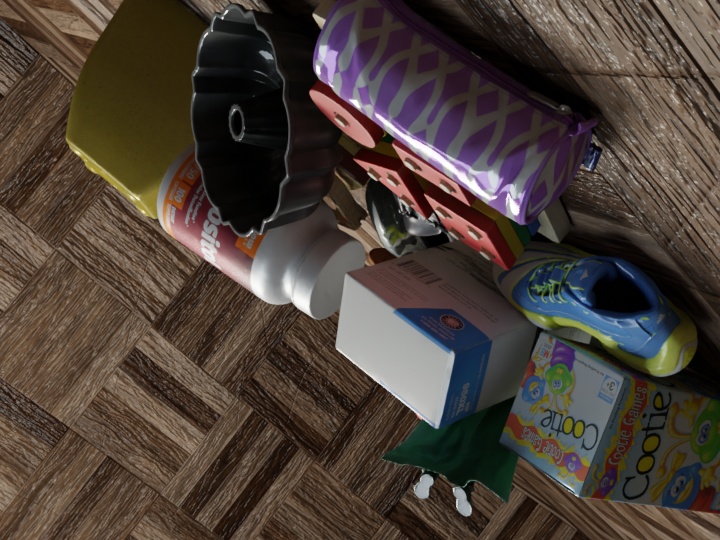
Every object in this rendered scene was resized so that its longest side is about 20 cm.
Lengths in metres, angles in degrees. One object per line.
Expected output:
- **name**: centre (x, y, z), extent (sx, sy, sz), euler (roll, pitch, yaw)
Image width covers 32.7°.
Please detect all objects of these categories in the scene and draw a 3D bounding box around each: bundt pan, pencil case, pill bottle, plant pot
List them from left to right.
- **plant pot**: centre (-0.227, -0.177, 1.424), extent (0.195, 0.201, 0.194), euler (37, 173, 5)
- **pill bottle**: centre (-0.096, -0.040, 1.203), extent (0.199, 0.114, 0.113), euler (32, 171, 25)
- **bundt pan**: centre (-0.078, -0.134, 1.091), extent (0.075, 0.205, 0.201), euler (-8, -159, -30)
- **pencil case**: centre (0.060, -0.114, 0.813), extent (0.199, 0.084, 0.086), euler (35, 137, 18)

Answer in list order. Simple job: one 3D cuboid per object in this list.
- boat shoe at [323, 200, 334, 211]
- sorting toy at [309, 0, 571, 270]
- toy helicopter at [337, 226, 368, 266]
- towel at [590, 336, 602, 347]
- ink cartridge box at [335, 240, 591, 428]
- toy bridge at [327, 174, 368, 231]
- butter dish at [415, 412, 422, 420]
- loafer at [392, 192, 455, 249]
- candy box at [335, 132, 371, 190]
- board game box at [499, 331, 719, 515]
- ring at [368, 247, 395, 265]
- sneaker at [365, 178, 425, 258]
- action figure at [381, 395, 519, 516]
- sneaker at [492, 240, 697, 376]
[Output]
- **boat shoe**: centre (-0.067, -0.071, 1.368), extent (0.090, 0.071, 0.200), euler (35, 180, -4)
- **sorting toy**: centre (0.053, -0.098, 0.981), extent (0.198, 0.070, 0.200), euler (35, 172, 33)
- **toy helicopter**: centre (0.000, 0.000, 1.276), extent (0.198, 0.079, 0.133), euler (27, 160, 23)
- **towel**: centre (0.251, 0.081, 1.262), extent (0.192, 0.035, 0.200), euler (39, 171, -19)
- **ink cartridge box**: centre (0.099, 0.046, 1.115), extent (0.144, 0.198, 0.085), euler (35, 128, 39)
- **toy bridge**: centre (-0.057, -0.104, 1.235), extent (0.200, 0.027, 0.067), euler (43, 169, -38)
- **butter dish**: centre (0.107, 0.111, 1.436), extent (0.197, 0.150, 0.200), euler (22, -166, -4)
- **loafer**: centre (0.076, -0.045, 1.217), extent (0.072, 0.063, 0.200), euler (32, 170, 44)
- **candy box**: centre (-0.045, -0.138, 1.301), extent (0.115, 0.056, 0.200), euler (39, 172, -10)
- **board game box**: centre (0.235, 0.133, 1.054), extent (0.198, 0.105, 0.104), euler (14, -170, -39)
- **ring**: centre (0.098, 0.025, 1.391), extent (0.198, 0.019, 0.201), euler (22, -167, -5)
- **sneaker**: centre (0.042, -0.047, 1.316), extent (0.084, 0.075, 0.200), euler (28, 167, 35)
- **action figure**: centre (0.115, 0.135, 1.107), extent (0.117, 0.200, 0.055), euler (20, 129, 21)
- **sneaker**: centre (0.180, 0.008, 0.993), extent (0.198, 0.076, 0.105), euler (26, 164, 37)
